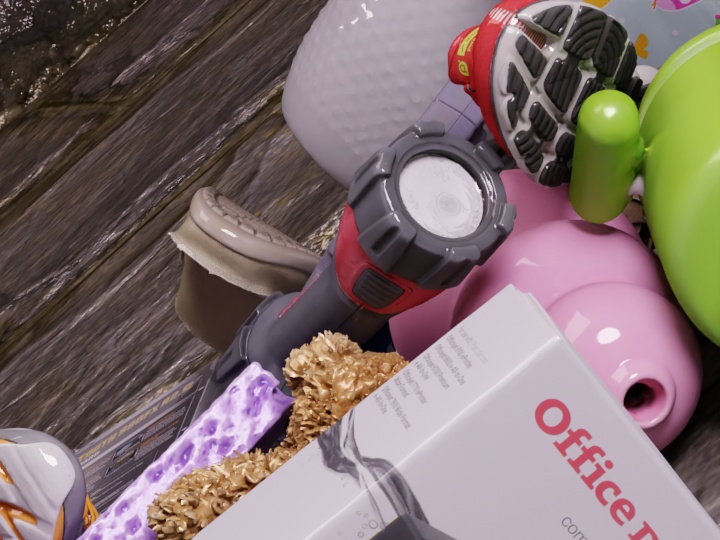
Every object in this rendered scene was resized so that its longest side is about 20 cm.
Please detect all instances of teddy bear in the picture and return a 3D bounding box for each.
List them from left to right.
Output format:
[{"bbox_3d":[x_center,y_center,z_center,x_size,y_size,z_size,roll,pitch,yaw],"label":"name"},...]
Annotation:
[{"bbox_3d":[-0.019,0.122,1.152,0.200,0.145,0.067,-44,-14,-13],"label":"teddy bear"}]

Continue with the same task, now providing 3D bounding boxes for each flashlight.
[{"bbox_3d":[-0.003,0.005,1.225,0.068,0.068,0.200,-9,-18,-27],"label":"flashlight"}]

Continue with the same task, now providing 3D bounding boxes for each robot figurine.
[{"bbox_3d":[0.177,-0.035,1.167,0.175,0.116,0.200,-3,26,0],"label":"robot figurine"}]

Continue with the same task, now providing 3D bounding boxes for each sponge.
[{"bbox_3d":[-0.111,0.130,1.215,0.200,0.030,0.112,-45,-5,-22],"label":"sponge"}]

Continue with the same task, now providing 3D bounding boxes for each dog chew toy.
[{"bbox_3d":[0.088,0.028,1.229,0.125,0.125,0.200,-40,23,-3],"label":"dog chew toy"}]

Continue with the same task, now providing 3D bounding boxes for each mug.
[{"bbox_3d":[0.052,-0.131,1.768,0.175,0.148,0.200,-43,-17,15],"label":"mug"}]

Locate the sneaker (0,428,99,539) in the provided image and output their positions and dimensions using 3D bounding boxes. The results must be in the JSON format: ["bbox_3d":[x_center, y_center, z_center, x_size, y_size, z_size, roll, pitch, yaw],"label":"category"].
[{"bbox_3d":[-0.156,0.115,1.286,0.077,0.078,0.200,-28,-10,-27],"label":"sneaker"}]

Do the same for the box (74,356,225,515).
[{"bbox_3d":[-0.154,0.149,1.580,0.200,0.048,0.158,-34,15,20],"label":"box"}]

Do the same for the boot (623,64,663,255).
[{"bbox_3d":[0.133,-0.023,1.383,0.200,0.074,0.075,-49,31,-10],"label":"boot"}]

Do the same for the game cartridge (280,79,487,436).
[{"bbox_3d":[0.000,0.000,1.374,0.200,0.038,0.130,-58,0,43],"label":"game cartridge"}]

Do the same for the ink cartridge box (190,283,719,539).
[{"bbox_3d":[0.030,0.126,1.011,0.200,0.145,0.084,-39,15,1],"label":"ink cartridge box"}]

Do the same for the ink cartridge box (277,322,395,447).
[{"bbox_3d":[0.046,0.031,1.451,0.200,0.044,0.094,-43,13,-14],"label":"ink cartridge box"}]

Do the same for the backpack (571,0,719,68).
[{"bbox_3d":[0.166,-0.171,1.504,0.153,0.176,0.200,-38,18,20],"label":"backpack"}]

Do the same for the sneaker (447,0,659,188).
[{"bbox_3d":[0.072,-0.081,1.216,0.077,0.085,0.200,-62,-18,0],"label":"sneaker"}]

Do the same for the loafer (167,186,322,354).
[{"bbox_3d":[-0.061,0.011,1.456,0.068,0.076,0.200,-57,-12,-4],"label":"loafer"}]
